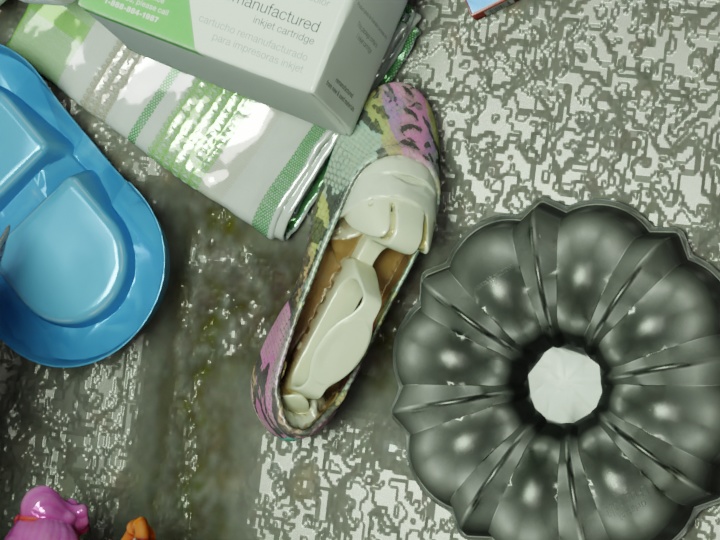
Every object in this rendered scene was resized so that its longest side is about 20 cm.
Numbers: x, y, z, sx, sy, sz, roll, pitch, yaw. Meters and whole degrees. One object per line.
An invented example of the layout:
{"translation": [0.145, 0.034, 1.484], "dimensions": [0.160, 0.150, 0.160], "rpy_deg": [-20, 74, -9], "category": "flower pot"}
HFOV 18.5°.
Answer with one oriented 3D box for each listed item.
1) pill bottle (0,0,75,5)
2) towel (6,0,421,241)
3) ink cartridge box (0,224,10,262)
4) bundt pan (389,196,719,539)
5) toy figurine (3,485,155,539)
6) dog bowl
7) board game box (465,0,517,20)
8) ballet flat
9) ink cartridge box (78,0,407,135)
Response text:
{"translation": [-0.247, -0.199, 1.210], "dimensions": [0.198, 0.116, 0.117], "rpy_deg": [6, 88, 17], "category": "pill bottle"}
{"translation": [-0.084, -0.130, 1.223], "dimensions": [0.199, 0.031, 0.150], "rpy_deg": [34, 94, 12], "category": "towel"}
{"translation": [-0.234, 0.096, 1.128], "dimensions": [0.043, 0.200, 0.200], "rpy_deg": [16, 113, -5], "category": "ink cartridge box"}
{"translation": [0.106, 0.059, 1.151], "dimensions": [0.200, 0.076, 0.204], "rpy_deg": [-1, 86, 12], "category": "bundt pan"}
{"translation": [-0.141, 0.183, 1.134], "dimensions": [0.183, 0.150, 0.201], "rpy_deg": [36, 73, -15], "category": "toy figurine"}
{"translation": [-0.183, -0.037, 1.229], "dimensions": [0.111, 0.050, 0.200], "rpy_deg": [-43, 80, 7], "category": "dog bowl"}
{"translation": [0.067, -0.249, 1.202], "dimensions": [0.102, 0.019, 0.202], "rpy_deg": [-24, 83, 9], "category": "board game box"}
{"translation": [0.000, 0.000, 1.174], "dimensions": [0.069, 0.071, 0.202], "rpy_deg": [22, 93, -22], "category": "ballet flat"}
{"translation": [-0.037, -0.195, 1.159], "dimensions": [0.144, 0.087, 0.201], "rpy_deg": [22, 84, 18], "category": "ink cartridge box"}
